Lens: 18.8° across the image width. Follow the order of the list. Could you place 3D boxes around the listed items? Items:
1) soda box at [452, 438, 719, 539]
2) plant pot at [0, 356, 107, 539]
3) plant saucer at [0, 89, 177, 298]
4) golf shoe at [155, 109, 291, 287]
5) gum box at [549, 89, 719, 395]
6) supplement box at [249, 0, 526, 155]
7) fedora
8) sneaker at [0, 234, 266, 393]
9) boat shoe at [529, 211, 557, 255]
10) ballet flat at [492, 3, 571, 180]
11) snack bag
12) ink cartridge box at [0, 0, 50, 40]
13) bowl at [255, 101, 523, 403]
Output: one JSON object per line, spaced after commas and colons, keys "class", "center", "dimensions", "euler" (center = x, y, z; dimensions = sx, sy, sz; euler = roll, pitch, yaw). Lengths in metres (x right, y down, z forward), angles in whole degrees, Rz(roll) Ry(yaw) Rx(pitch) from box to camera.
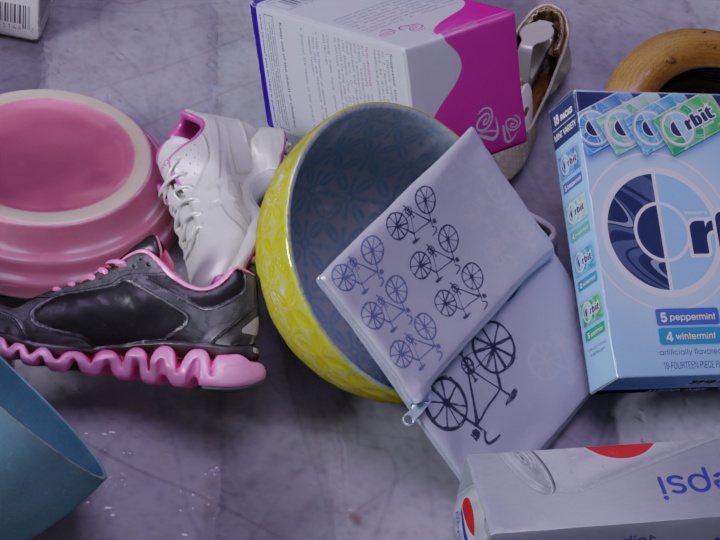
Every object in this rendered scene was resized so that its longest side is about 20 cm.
{"class": "soda box", "center": [0.161, 0.152, 1.345], "dimensions": [0.198, 0.064, 0.069], "euler": [-3, 42, -12]}
{"class": "plant pot", "center": [-0.264, 0.102, 1.260], "dimensions": [0.135, 0.200, 0.200], "euler": [-48, 59, -3]}
{"class": "plant saucer", "center": [-0.222, -0.063, 1.533], "dimensions": [0.199, 0.051, 0.201], "euler": [5, 41, -4]}
{"class": "golf shoe", "center": [-0.106, -0.040, 1.495], "dimensions": [0.091, 0.076, 0.201], "euler": [24, 34, -11]}
{"class": "gum box", "center": [0.224, -0.020, 1.475], "dimensions": [0.169, 0.045, 0.202], "euler": [0, 72, -21]}
{"class": "supplement box", "center": [0.018, -0.145, 1.574], "dimensions": [0.101, 0.104, 0.200], "euler": [-21, 24, -29]}
{"class": "fedora", "center": [0.253, -0.077, 1.579], "dimensions": [0.199, 0.082, 0.202], "euler": [7, 70, -18]}
{"class": "sneaker", "center": [-0.155, 0.023, 1.393], "dimensions": [0.198, 0.096, 0.079], "euler": [6, 0, 3]}
{"class": "boat shoe", "center": [0.056, -0.048, 1.549], "dimensions": [0.199, 0.066, 0.074], "euler": [25, 45, 18]}
{"class": "ballet flat", "center": [0.113, -0.139, 1.663], "dimensions": [0.067, 0.063, 0.200], "euler": [17, 42, 10]}
{"class": "snack bag", "center": [0.078, 0.033, 1.405], "dimensions": [0.201, 0.021, 0.189], "euler": [56, 49, -11]}
{"class": "ink cartridge box", "center": [-0.334, -0.273, 1.652], "dimensions": [0.198, 0.177, 0.045], "euler": [10, 41, 2]}
{"class": "bowl", "center": [0.000, 0.000, 1.437], "dimensions": [0.199, 0.107, 0.202], "euler": [15, 66, -36]}
